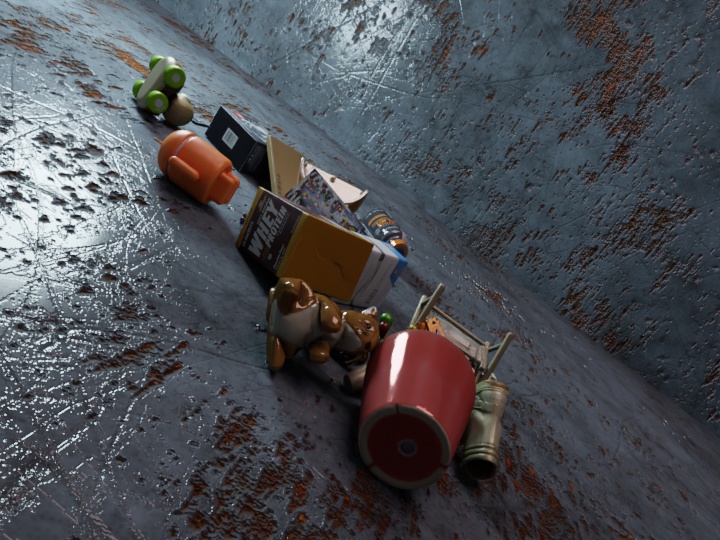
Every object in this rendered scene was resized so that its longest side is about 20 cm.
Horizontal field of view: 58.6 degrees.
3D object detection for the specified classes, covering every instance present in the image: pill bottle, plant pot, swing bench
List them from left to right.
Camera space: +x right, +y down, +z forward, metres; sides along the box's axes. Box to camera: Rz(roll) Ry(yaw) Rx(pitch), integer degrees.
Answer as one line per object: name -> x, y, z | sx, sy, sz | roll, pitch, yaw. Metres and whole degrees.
pill bottle -> 0.083, -0.107, 2.047 | 0.105, 0.107, 0.201 | 23, 20, -37
plant pot -> 0.082, 0.223, 0.996 | 0.198, 0.202, 0.178 | 35, 24, -2
swing bench -> 0.185, 0.176, 1.368 | 0.197, 0.202, 0.130 | 34, -21, -3

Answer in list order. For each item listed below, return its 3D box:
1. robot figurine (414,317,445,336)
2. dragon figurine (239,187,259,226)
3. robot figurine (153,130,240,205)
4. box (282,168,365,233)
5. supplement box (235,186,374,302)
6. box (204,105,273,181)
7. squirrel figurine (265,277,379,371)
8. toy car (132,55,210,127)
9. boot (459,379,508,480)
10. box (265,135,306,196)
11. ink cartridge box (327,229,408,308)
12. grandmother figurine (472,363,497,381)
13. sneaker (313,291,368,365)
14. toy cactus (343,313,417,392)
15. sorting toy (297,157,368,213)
robot figurine -> 0.139, 0.203, 1.209 | 0.057, 0.145, 0.205 | -4, 64, -26
dragon figurine -> -0.240, -0.133, 1.514 | 0.058, 0.101, 0.200 | 32, -3, -4
robot figurine -> -0.363, -0.228, 1.419 | 0.198, 0.117, 0.145 | 36, 51, -1
box -> -0.100, -0.133, 1.604 | 0.201, 0.137, 0.040 | 48, -11, 1
supplement box -> -0.118, -0.055, 1.341 | 0.195, 0.136, 0.199 | 21, 7, -43
box -> -0.331, -0.374, 1.917 | 0.200, 0.105, 0.181 | 45, 17, 26
squirrel figurine -> -0.063, 0.086, 1.082 | 0.181, 0.146, 0.200 | 8, 7, -17
toy car -> -0.499, -0.465, 1.762 | 0.199, 0.159, 0.164 | 37, 0, -43
boot -> 0.212, 0.308, 1.189 | 0.071, 0.201, 0.159 | 18, 59, -6
box -> -0.203, -0.270, 1.847 | 0.162, 0.021, 0.205 | 24, 51, -52
ink cartridge box -> 0.000, 0.000, 1.495 | 0.084, 0.146, 0.198 | 43, 16, 33
grandmother figurine -> 0.259, 0.252, 1.518 | 0.198, 0.060, 0.124 | 27, 45, -40
sneaker -> -0.049, 0.102, 1.236 | 0.200, 0.076, 0.079 | 44, 15, 22
toy cactus -> 0.049, 0.184, 1.147 | 0.161, 0.206, 0.101 | -12, 4, -31
sorting toy -> -0.103, -0.172, 1.730 | 0.196, 0.181, 0.108 | 26, 54, -1
